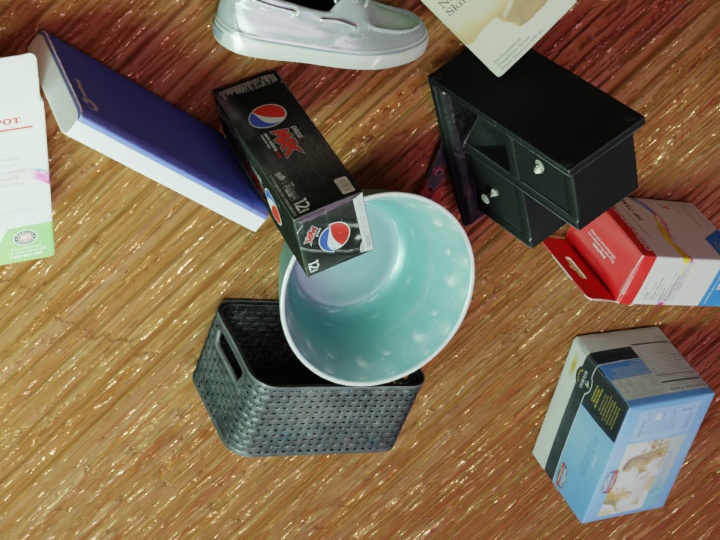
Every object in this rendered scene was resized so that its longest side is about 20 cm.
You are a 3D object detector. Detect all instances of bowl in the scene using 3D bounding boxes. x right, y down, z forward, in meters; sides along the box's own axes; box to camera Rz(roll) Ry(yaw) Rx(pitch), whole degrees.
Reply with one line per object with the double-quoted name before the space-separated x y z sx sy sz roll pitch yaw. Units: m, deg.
"bowl" 0.000 0.000 1.316 0.200 0.105 0.201 -10 117 -20

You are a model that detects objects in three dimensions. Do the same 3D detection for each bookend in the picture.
"bookend" 0.174 -0.092 1.278 0.092 0.199 0.200 -35 138 -16

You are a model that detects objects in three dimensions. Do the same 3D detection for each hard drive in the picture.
"hard drive" -0.173 -0.113 1.114 0.200 0.132 0.025 28 111 -42

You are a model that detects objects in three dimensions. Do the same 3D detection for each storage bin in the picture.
"storage bin" -0.054 0.109 1.372 0.200 0.135 0.094 2 126 -31

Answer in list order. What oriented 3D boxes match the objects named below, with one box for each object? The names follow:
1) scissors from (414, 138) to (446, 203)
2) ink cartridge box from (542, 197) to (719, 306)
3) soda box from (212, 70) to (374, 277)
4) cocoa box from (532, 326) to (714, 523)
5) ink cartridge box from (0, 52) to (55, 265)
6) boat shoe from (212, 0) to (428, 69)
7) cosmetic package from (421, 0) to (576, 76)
"scissors" 0.079 -0.092 1.368 0.073 0.014 0.200 11 120 -34
"ink cartridge box" 0.310 -0.023 1.484 0.200 0.116 0.067 2 127 -32
"soda box" -0.059 -0.087 1.154 0.063 0.200 0.071 -23 135 -10
"cocoa box" 0.320 0.190 1.662 0.133 0.131 0.200 -6 130 -25
"ink cartridge box" -0.316 -0.098 1.092 0.117 0.067 0.200 -11 133 -21
"boat shoe" -0.025 -0.220 1.153 0.200 0.070 0.072 -1 131 -26
"cosmetic package" 0.091 -0.270 1.176 0.105 0.071 0.200 -45 135 12
